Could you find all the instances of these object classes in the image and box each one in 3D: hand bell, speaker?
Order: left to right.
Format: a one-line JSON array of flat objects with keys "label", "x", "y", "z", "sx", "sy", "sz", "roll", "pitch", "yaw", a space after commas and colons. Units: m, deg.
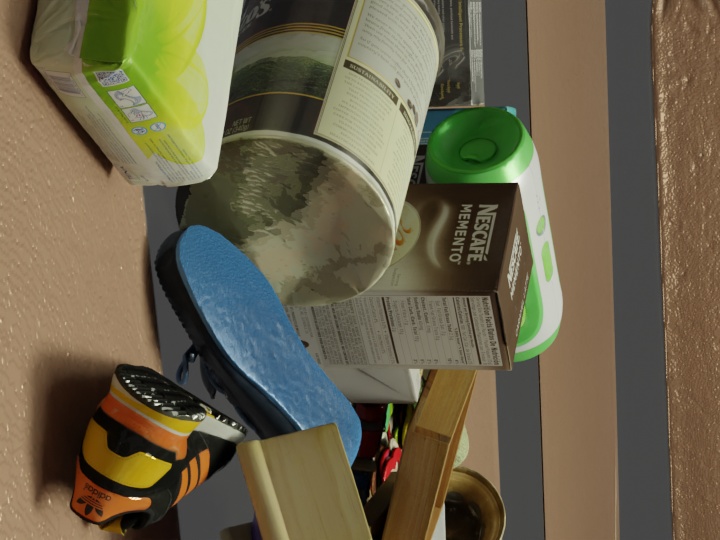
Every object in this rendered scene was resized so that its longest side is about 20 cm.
[{"label": "hand bell", "x": 0.083, "y": 0.274, "z": 1.915, "sx": 0.200, "sy": 0.103, "sz": 0.105, "roll": 88, "pitch": 9, "yaw": -61}, {"label": "speaker", "x": 0.102, "y": -0.025, "z": 1.497, "sx": 0.201, "sy": 0.088, "sz": 0.089, "roll": 75, "pitch": 21, "yaw": -43}]

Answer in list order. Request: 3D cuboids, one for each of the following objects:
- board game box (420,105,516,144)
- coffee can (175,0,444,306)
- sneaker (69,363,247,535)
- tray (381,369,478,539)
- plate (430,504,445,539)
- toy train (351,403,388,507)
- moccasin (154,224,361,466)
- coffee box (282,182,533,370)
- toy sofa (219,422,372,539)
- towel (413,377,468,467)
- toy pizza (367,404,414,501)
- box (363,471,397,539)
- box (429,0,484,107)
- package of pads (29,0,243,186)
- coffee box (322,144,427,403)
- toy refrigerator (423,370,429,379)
[{"label": "board game box", "x": 0.052, "y": -0.031, "z": 1.630, "sx": 0.047, "sy": 0.150, "sz": 0.202, "roll": -10, "pitch": 99, "yaw": -75}, {"label": "coffee can", "x": -0.030, "y": -0.098, "z": 1.331, "sx": 0.201, "sy": 0.145, "sz": 0.147, "roll": -75, "pitch": 159, "yaw": -44}, {"label": "sneaker", "x": -0.125, "y": 0.110, "z": 1.158, "sx": 0.090, "sy": 0.070, "sz": 0.200, "roll": -59, "pitch": 171, "yaw": -3}, {"label": "tray", "x": 0.050, "y": 0.155, "z": 1.535, "sx": 0.201, "sy": 0.037, "sz": 0.099, "roll": 102, "pitch": 9, "yaw": -46}, {"label": "plate", "x": 0.029, "y": 0.318, "z": 1.678, "sx": 0.200, "sy": 0.032, "sz": 0.201, "roll": 85, "pitch": 23, "yaw": -55}, {"label": "toy train", "x": 0.005, "y": 0.123, "z": 1.573, "sx": 0.046, "sy": 0.034, "sz": 0.201, "roll": -92, "pitch": -168, "yaw": -59}, {"label": "moccasin", "x": -0.079, "y": 0.063, "z": 1.281, "sx": 0.201, "sy": 0.068, "sz": 0.081, "roll": 58, "pitch": 41, "yaw": -21}, {"label": "coffee box", "x": 0.012, "y": 0.003, "z": 1.383, "sx": 0.115, "sy": 0.198, "sz": 0.080, "roll": -75, "pitch": 159, "yaw": -45}, {"label": "toy sofa", "x": -0.059, "y": 0.174, "z": 1.261, "sx": 0.200, "sy": 0.097, "sz": 0.083, "roll": 106, "pitch": -31, "yaw": -66}, {"label": "towel", "x": 0.061, "y": 0.064, "z": 1.798, "sx": 0.149, "sy": 0.036, "sz": 0.201, "roll": 68, "pitch": 13, "yaw": -59}, {"label": "toy pizza", "x": 0.023, "y": 0.130, "z": 1.746, "sx": 0.200, "sy": 0.031, "sz": 0.202, "roll": 0, "pitch": 90, "yaw": -75}, {"label": "box", "x": -0.004, "y": 0.263, "z": 1.589, "sx": 0.200, "sy": 0.021, "sz": 0.165, "roll": -35, "pitch": 137, "yaw": -72}, {"label": "box", "x": 0.009, "y": -0.219, "z": 1.460, "sx": 0.050, "sy": 0.156, "sz": 0.202, "roll": -24, "pitch": 112, "yaw": -73}, {"label": "package of pads", "x": -0.121, "y": -0.166, "z": 1.143, "sx": 0.155, "sy": 0.068, "sz": 0.202, "roll": 57, "pitch": 36, "yaw": -61}, {"label": "coffee box", "x": 0.000, "y": 0.000, "z": 1.507, "sx": 0.080, "sy": 0.112, "sz": 0.201, "roll": 75, "pitch": 22, "yaw": -44}, {"label": "toy refrigerator", "x": 0.067, "y": -0.014, "z": 1.698, "sx": 0.070, "sy": 0.075, "sz": 0.202, "roll": 2, "pitch": 69, "yaw": -61}]
